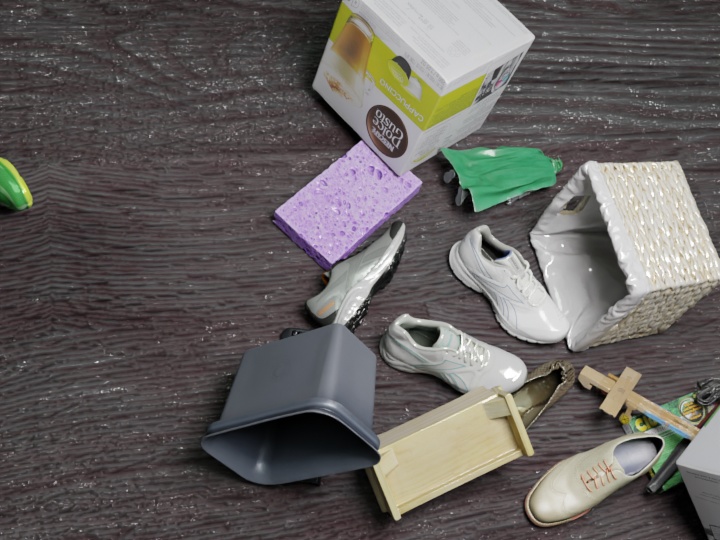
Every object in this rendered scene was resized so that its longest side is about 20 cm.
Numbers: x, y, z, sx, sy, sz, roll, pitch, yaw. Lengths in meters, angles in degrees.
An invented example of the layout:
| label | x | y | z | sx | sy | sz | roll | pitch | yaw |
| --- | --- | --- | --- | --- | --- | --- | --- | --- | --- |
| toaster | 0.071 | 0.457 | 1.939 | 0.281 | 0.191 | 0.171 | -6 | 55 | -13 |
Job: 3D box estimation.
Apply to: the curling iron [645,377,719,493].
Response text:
| label | x | y | z | sx | sy | sz | roll | pitch | yaw |
| --- | --- | --- | --- | --- | --- | --- | --- | --- | --- |
| curling iron | 0.436 | 0.220 | 1.251 | 0.049 | 0.026 | 0.200 | 28 | 63 | 28 |

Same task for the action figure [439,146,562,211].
| label | x | y | z | sx | sy | sz | roll | pitch | yaw |
| --- | --- | --- | --- | --- | --- | --- | --- | --- | --- |
| action figure | 0.222 | -0.142 | 1.394 | 0.198 | 0.055 | 0.119 | -11 | 65 | -26 |

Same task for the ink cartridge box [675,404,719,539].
| label | x | y | z | sx | sy | sz | roll | pitch | yaw |
| --- | --- | --- | --- | --- | --- | --- | --- | --- | --- |
| ink cartridge box | 0.492 | 0.273 | 1.168 | 0.146 | 0.084 | 0.201 | -41 | 114 | -26 |

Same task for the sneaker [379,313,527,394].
| label | x | y | z | sx | sy | sz | roll | pitch | yaw |
| --- | --- | --- | --- | --- | --- | --- | --- | --- | --- |
| sneaker | 0.123 | 0.111 | 1.218 | 0.198 | 0.081 | 0.071 | 15 | 59 | 1 |

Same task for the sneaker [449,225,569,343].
| label | x | y | z | sx | sy | sz | roll | pitch | yaw |
| --- | --- | --- | --- | --- | --- | --- | --- | --- | --- |
| sneaker | 0.208 | 0.021 | 1.288 | 0.200 | 0.087 | 0.074 | 41 | 60 | 8 |

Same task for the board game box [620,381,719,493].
| label | x | y | z | sx | sy | sz | roll | pitch | yaw |
| --- | --- | --- | --- | --- | --- | --- | --- | --- | --- |
| board game box | 0.462 | 0.221 | 1.281 | 0.198 | 0.024 | 0.106 | -16 | 69 | -20 |

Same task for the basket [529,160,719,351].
| label | x | y | z | sx | sy | sz | roll | pitch | yaw |
| --- | --- | --- | --- | --- | --- | --- | --- | --- | --- |
| basket | 0.360 | -0.020 | 1.282 | 0.159 | 0.199 | 0.202 | -5 | 64 | -18 |

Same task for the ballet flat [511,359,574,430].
| label | x | y | z | sx | sy | sz | roll | pitch | yaw |
| --- | --- | --- | --- | --- | --- | --- | --- | --- | --- |
| ballet flat | 0.213 | 0.179 | 1.231 | 0.199 | 0.046 | 0.068 | -33 | 74 | -25 |

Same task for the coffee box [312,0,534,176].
| label | x | y | z | sx | sy | sz | roll | pitch | yaw |
| --- | --- | --- | --- | --- | --- | --- | --- | --- | --- |
| coffee box | 0.084 | -0.298 | 1.346 | 0.199 | 0.198 | 0.200 | -34 | 73 | -35 |

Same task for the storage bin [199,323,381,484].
| label | x | y | z | sx | sy | sz | roll | pitch | yaw |
| --- | --- | --- | --- | --- | --- | --- | --- | --- | --- |
| storage bin | -0.064 | 0.156 | 1.094 | 0.146 | 0.198 | 0.135 | 44 | 42 | -36 |

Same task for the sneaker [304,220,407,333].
| label | x | y | z | sx | sy | sz | roll | pitch | yaw |
| --- | --- | --- | --- | --- | --- | --- | --- | --- | --- |
| sneaker | 0.000 | 0.000 | 1.261 | 0.079 | 0.074 | 0.201 | 31 | 59 | 13 |

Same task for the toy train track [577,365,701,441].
| label | x | y | z | sx | sy | sz | roll | pitch | yaw |
| --- | --- | --- | --- | --- | --- | --- | --- | --- | --- |
| toy train track | 0.379 | 0.192 | 1.244 | 0.199 | 0.033 | 0.114 | 29 | 36 | 21 |

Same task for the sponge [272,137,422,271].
| label | x | y | z | sx | sy | sz | roll | pitch | yaw |
| --- | --- | --- | --- | --- | --- | --- | --- | --- | --- |
| sponge | -0.017 | -0.098 | 1.330 | 0.111 | 0.030 | 0.200 | 42 | 62 | 10 |

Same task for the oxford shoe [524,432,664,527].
| label | x | y | z | sx | sy | sz | roll | pitch | yaw |
| --- | --- | --- | --- | --- | --- | --- | --- | --- | --- |
| oxford shoe | 0.297 | 0.257 | 1.189 | 0.199 | 0.074 | 0.071 | -29 | 72 | -15 |

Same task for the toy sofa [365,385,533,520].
| label | x | y | z | sx | sy | sz | roll | pitch | yaw |
| --- | --- | --- | --- | --- | --- | --- | --- | --- | --- |
| toy sofa | 0.103 | 0.220 | 1.154 | 0.198 | 0.098 | 0.084 | -24 | 93 | -10 |

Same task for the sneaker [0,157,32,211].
| label | x | y | z | sx | sy | sz | roll | pitch | yaw |
| --- | --- | --- | --- | --- | --- | --- | --- | --- | --- |
| sneaker | -0.510 | -0.114 | 1.203 | 0.198 | 0.074 | 0.084 | 22 | 58 | 10 |

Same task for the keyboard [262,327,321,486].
| label | x | y | z | sx | sy | sz | roll | pitch | yaw |
| --- | --- | --- | --- | --- | --- | --- | --- | --- | --- |
| keyboard | -0.061 | 0.165 | 1.180 | 0.103 | 0.040 | 0.202 | 9 | 63 | -7 |
